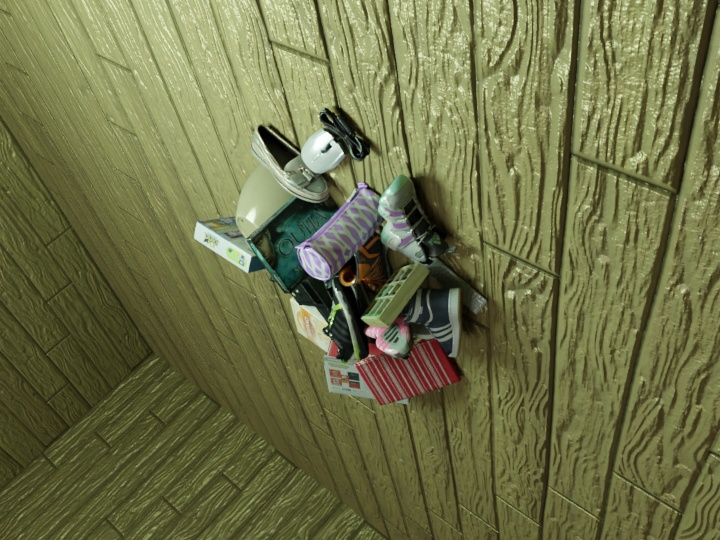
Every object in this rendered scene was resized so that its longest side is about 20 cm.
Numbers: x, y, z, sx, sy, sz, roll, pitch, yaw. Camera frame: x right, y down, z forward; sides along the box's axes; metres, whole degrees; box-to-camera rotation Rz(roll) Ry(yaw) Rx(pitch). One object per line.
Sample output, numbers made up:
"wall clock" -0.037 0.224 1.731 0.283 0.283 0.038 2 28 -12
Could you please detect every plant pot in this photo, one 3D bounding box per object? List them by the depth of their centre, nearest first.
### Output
"plant pot" -0.184 -0.120 1.561 0.200 0.134 0.200 36 154 21

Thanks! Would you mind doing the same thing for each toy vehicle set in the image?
"toy vehicle set" 0.061 0.049 1.390 0.027 0.124 0.200 37 171 -5

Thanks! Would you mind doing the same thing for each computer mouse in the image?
"computer mouse" -0.061 -0.215 1.331 0.110 0.044 0.200 48 155 -8

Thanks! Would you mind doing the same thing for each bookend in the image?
"bookend" -0.086 0.067 1.743 0.200 0.092 0.199 2 132 57

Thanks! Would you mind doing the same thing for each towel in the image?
"towel" 0.105 0.218 1.613 0.200 0.022 0.145 -20 122 16

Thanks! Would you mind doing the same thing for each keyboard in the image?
"keyboard" 0.149 0.003 1.378 0.200 0.011 0.056 41 155 9

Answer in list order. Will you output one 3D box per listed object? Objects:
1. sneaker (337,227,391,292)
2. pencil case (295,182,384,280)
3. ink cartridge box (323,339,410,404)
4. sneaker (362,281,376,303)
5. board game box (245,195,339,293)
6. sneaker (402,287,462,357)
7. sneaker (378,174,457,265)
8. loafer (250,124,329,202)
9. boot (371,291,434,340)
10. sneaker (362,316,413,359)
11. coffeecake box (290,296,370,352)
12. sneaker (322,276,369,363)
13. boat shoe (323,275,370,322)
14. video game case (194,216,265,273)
"sneaker" 0.000 0.000 1.482 0.078 0.112 0.200 33 154 25
"pencil case" -0.030 -0.071 1.331 0.084 0.200 0.086 8 136 38
"ink cartridge box" 0.023 0.225 1.732 0.200 0.084 0.176 8 145 9
"sneaker" -0.032 0.028 1.611 0.200 0.076 0.075 54 165 -14
"board game box" -0.116 -0.070 1.452 0.028 0.200 0.135 -4 127 54
"sneaker" 0.137 0.096 1.399 0.108 0.070 0.200 2 143 9
"sneaker" 0.105 -0.074 1.262 0.140 0.078 0.200 35 163 19
"loafer" -0.140 -0.209 1.437 0.200 0.072 0.063 40 152 18
"boot" 0.109 0.111 1.551 0.200 0.074 0.096 30 158 48
"sneaker" 0.073 0.139 1.447 0.095 0.079 0.200 50 177 -15
"coffeecake box" -0.072 0.143 1.861 0.200 0.073 0.154 32 151 25
"sneaker" -0.042 0.109 1.503 0.083 0.072 0.200 -11 115 10
"boat shoe" -0.042 0.029 1.547 0.074 0.066 0.200 -14 107 26
"video game case" -0.237 -0.066 1.661 0.181 0.200 0.045 31 117 30
